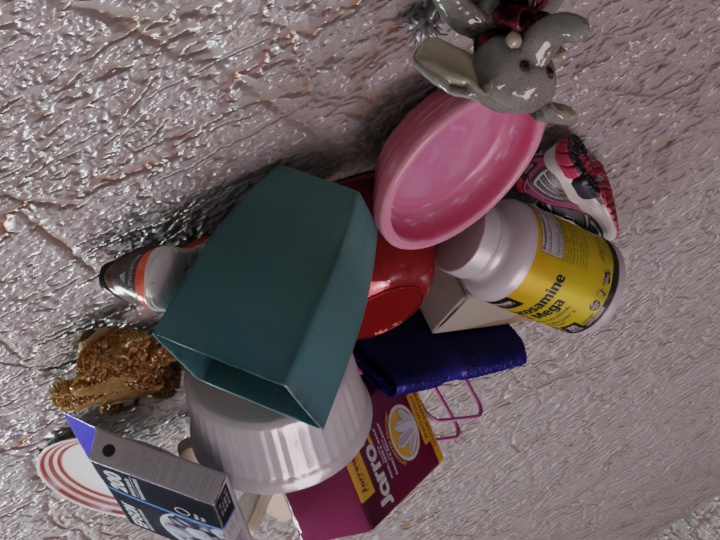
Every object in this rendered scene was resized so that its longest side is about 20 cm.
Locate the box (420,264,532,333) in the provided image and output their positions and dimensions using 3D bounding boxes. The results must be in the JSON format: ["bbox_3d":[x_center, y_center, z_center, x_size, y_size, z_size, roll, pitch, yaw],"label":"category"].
[{"bbox_3d":[0.157,0.006,1.786,0.199,0.095,0.078,-4,148,-38],"label":"box"}]

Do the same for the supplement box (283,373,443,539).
[{"bbox_3d":[-0.005,0.206,1.790,0.103,0.131,0.200,-16,-169,32],"label":"supplement box"}]

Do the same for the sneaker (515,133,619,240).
[{"bbox_3d":[0.229,-0.087,1.704,0.074,0.081,0.200,-19,151,20],"label":"sneaker"}]

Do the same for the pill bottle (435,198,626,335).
[{"bbox_3d":[0.178,-0.009,1.667,0.199,0.113,0.112,20,132,-33],"label":"pill bottle"}]

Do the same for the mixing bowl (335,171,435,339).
[{"bbox_3d":[0.000,0.000,1.600,0.199,0.109,0.200,-21,154,-11],"label":"mixing bowl"}]

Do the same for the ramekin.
[{"bbox_3d":[-0.092,0.130,1.656,0.200,0.201,0.098,-21,134,-11],"label":"ramekin"}]

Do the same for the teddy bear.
[{"bbox_3d":[-0.250,0.102,1.624,0.145,0.067,0.200,-24,164,18],"label":"teddy bear"}]

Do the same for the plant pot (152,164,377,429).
[{"bbox_3d":[-0.069,0.016,1.451,0.201,0.141,0.141,-64,160,-14],"label":"plant pot"}]

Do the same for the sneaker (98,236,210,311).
[{"bbox_3d":[-0.180,0.001,1.495,0.082,0.077,0.200,4,178,23],"label":"sneaker"}]

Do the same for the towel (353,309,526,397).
[{"bbox_3d":[0.076,0.080,1.784,0.199,0.148,0.050,-11,136,-34],"label":"towel"}]

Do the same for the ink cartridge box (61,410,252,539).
[{"bbox_3d":[-0.223,0.238,1.685,0.198,0.199,0.044,80,33,-60],"label":"ink cartridge box"}]

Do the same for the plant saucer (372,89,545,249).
[{"bbox_3d":[0.087,-0.110,1.496,0.200,0.051,0.201,-31,150,-20],"label":"plant saucer"}]

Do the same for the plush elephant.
[{"bbox_3d":[0.122,-0.199,1.264,0.164,0.155,0.200,-2,145,-43],"label":"plush elephant"}]

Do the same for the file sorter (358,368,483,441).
[{"bbox_3d":[0.034,0.187,1.971,0.200,0.126,0.139,-41,156,29],"label":"file sorter"}]

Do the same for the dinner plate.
[{"bbox_3d":[-0.275,0.235,1.811,0.199,0.024,0.201,4,144,3],"label":"dinner plate"}]

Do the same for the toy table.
[{"bbox_3d":[-0.112,0.226,1.867,0.117,0.184,0.200,-41,112,17],"label":"toy table"}]
